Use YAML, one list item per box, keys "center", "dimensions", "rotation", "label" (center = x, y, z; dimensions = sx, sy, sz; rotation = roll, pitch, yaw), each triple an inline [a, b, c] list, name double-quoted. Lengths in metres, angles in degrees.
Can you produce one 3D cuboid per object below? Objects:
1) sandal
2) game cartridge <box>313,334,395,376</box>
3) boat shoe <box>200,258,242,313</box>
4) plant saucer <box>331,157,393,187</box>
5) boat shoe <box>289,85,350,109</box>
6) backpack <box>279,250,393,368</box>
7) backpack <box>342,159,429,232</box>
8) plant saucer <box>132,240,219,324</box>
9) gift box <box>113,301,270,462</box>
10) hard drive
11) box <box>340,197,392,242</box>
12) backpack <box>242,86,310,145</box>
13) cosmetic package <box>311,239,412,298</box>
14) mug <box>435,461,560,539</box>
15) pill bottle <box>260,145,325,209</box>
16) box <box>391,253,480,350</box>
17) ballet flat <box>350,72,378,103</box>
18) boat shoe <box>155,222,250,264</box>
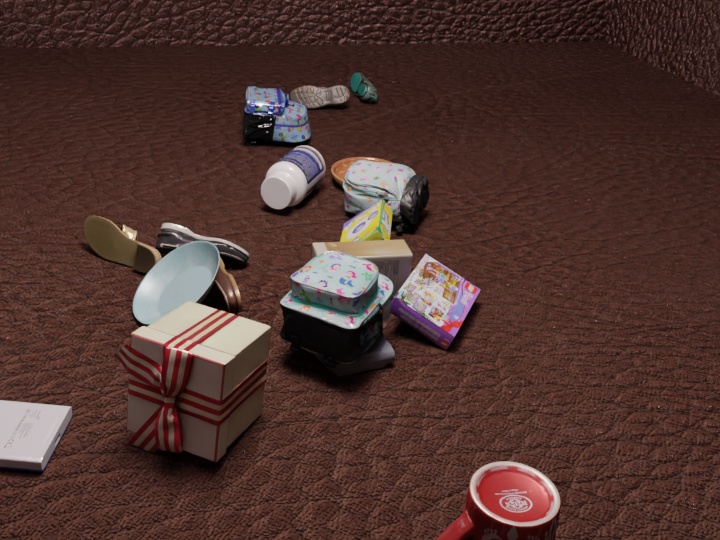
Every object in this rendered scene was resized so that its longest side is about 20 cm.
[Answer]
- center: [-0.488, -0.052, 1.819]
  dimensions: [0.209, 0.079, 0.069]
  rotation: [26, 14, 24]
  label: "sandal"
- center: [-0.035, 0.119, 1.592]
  dimensions: [0.131, 0.042, 0.200]
  rotation: [-4, 30, -25]
  label: "game cartridge"
- center: [-0.284, 0.033, 1.681]
  dimensions: [0.069, 0.072, 0.200]
  rotation: [-12, 25, -20]
  label: "boat shoe"
- center: [0.019, -0.245, 2.266]
  dimensions: [0.195, 0.038, 0.201]
  rotation: [4, 29, -2]
  label: "plant saucer"
- center: [-0.130, -0.559, 2.801]
  dimensions: [0.195, 0.076, 0.073]
  rotation: [0, 2, 1]
  label: "boat shoe"
- center: [-0.035, 0.056, 1.529]
  dimensions: [0.175, 0.154, 0.199]
  rotation: [17, 26, 24]
  label: "backpack"
- center: [0.055, -0.186, 2.070]
  dimensions: [0.196, 0.129, 0.167]
  rotation: [11, 32, 18]
  label: "backpack"
- center: [-0.340, 0.032, 1.637]
  dimensions: [0.198, 0.039, 0.203]
  rotation: [-21, 41, 19]
  label: "plant saucer"
- center: [-0.263, 0.171, 1.321]
  dimensions: [0.196, 0.189, 0.187]
  rotation: [10, 19, 17]
  label: "gift box"
- center: [-0.552, 0.243, 1.294]
  dimensions: [0.195, 0.026, 0.133]
  rotation: [5, 28, 0]
  label: "hard drive"
- center: [0.009, -0.072, 1.875]
  dimensions: [0.116, 0.049, 0.201]
  rotation: [-33, 23, 19]
  label: "box"
- center: [-0.237, -0.443, 2.491]
  dimensions: [0.195, 0.137, 0.184]
  rotation: [5, 29, -5]
  label: "backpack"
- center: [0.000, 0.000, 1.744]
  dimensions: [0.196, 0.107, 0.071]
  rotation: [-2, 30, -15]
  label: "cosmetic package"
- center: [0.156, 0.350, 1.022]
  dimensions: [0.176, 0.204, 0.132]
  rotation: [-21, 38, -40]
  label: "mug"
- center: [-0.168, -0.225, 2.121]
  dimensions: [0.109, 0.113, 0.200]
  rotation: [13, 29, 15]
  label: "pill bottle"
- center: [0.146, 0.057, 1.683]
  dimensions: [0.136, 0.039, 0.200]
  rotation: [33, 33, 6]
  label: "box"
- center: [0.016, -0.615, 2.931]
  dimensions: [0.073, 0.076, 0.201]
  rotation: [-2, 31, -12]
  label: "ballet flat"
- center: [-0.332, -0.040, 1.811]
  dimensions: [0.196, 0.074, 0.061]
  rotation: [19, 68, -8]
  label: "boat shoe"
